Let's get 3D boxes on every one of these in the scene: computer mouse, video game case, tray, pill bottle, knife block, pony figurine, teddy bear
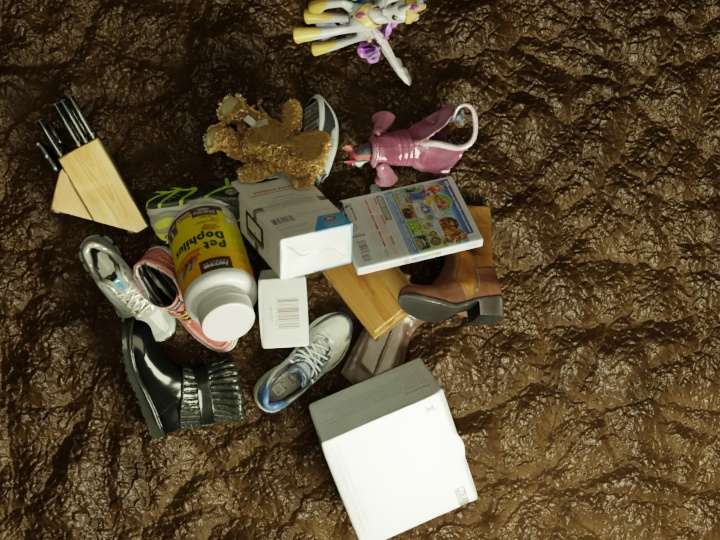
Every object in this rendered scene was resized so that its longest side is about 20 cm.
[{"bbox_3d":[-0.056,-0.173,1.627,0.043,0.109,0.203,4,83,-25],"label":"computer mouse"},{"bbox_3d":[0.070,-0.071,1.601,0.197,0.018,0.144,-13,50,-10],"label":"video game case"},{"bbox_3d":[0.000,0.000,1.631,0.098,0.037,0.201,-38,77,-3],"label":"tray"},{"bbox_3d":[-0.213,0.003,1.527,0.108,0.110,0.201,-19,49,-5],"label":"pill bottle"},{"bbox_3d":[-0.400,-0.163,1.598,0.197,0.064,0.178,15,91,-6],"label":"knife block"},{"bbox_3d":[0.014,-0.371,1.593,0.197,0.193,0.169,-4,89,13],"label":"pony figurine"},{"bbox_3d":[-0.138,-0.191,1.569,0.197,0.067,0.147,6,66,4],"label":"teddy bear"}]

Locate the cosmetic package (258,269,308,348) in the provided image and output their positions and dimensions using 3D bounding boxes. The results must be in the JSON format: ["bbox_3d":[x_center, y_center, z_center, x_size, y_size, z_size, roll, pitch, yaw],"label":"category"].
[{"bbox_3d":[-0.116,0.053,1.566,0.073,0.200,0.103,-2,92,-6],"label":"cosmetic package"}]

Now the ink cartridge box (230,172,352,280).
[{"bbox_3d":[-0.105,-0.072,1.539,0.115,0.200,0.069,-13,124,-23],"label":"ink cartridge box"}]

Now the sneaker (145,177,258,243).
[{"bbox_3d":[-0.229,-0.092,1.625,0.197,0.076,0.077,-7,118,-7],"label":"sneaker"}]

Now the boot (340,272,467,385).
[{"bbox_3d":[0.081,0.117,1.658,0.184,0.064,0.202,19,86,7],"label":"boot"}]

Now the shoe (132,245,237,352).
[{"bbox_3d":[-0.268,0.054,1.595,0.071,0.091,0.201,-37,98,14],"label":"shoe"}]

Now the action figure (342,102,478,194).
[{"bbox_3d":[0.069,-0.182,1.615,0.198,0.149,0.136,-12,99,-20],"label":"action figure"}]

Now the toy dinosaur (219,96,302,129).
[{"bbox_3d":[-0.135,-0.201,1.640,0.106,0.060,0.200,-40,96,9],"label":"toy dinosaur"}]

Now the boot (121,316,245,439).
[{"bbox_3d":[-0.267,0.151,1.599,0.156,0.080,0.213,-14,116,-1],"label":"boot"}]

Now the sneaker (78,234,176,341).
[{"bbox_3d":[-0.360,0.032,1.597,0.075,0.087,0.200,-43,97,-6],"label":"sneaker"}]

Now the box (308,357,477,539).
[{"bbox_3d":[0.049,0.276,1.602,0.198,0.131,0.201,-22,111,-6],"label":"box"}]

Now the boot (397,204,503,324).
[{"bbox_3d":[0.133,-0.025,1.608,0.186,0.069,0.202,4,65,-20],"label":"boot"}]

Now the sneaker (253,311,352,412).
[{"bbox_3d":[-0.083,0.148,1.631,0.077,0.085,0.200,43,86,-6],"label":"sneaker"}]
